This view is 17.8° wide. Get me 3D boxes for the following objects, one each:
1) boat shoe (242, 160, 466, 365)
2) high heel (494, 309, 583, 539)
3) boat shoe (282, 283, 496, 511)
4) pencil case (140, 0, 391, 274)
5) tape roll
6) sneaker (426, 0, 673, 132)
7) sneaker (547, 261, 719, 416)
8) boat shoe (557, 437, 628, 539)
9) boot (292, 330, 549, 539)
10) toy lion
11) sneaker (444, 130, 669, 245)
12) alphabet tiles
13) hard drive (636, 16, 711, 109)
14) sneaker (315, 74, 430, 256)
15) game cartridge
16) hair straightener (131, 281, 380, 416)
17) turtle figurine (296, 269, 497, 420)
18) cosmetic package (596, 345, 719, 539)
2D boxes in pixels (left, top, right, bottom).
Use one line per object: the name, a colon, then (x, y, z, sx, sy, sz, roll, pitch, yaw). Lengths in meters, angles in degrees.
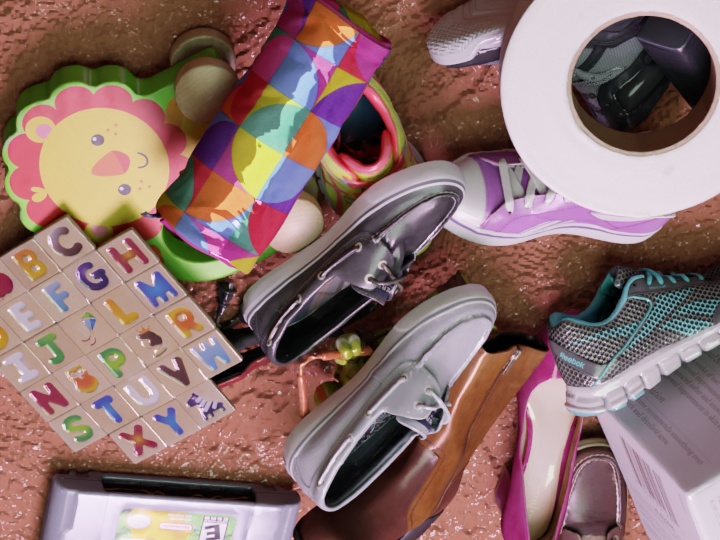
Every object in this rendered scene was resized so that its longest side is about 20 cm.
boat shoe: (0.000, 0.000, 1.647, 0.200, 0.066, 0.070, -34, 146, 18)
high heel: (0.151, 0.134, 1.814, 0.067, 0.096, 0.201, 12, 115, -20)
boat shoe: (0.032, 0.098, 1.678, 0.201, 0.072, 0.070, -44, 140, 9)
pencil case: (-0.063, -0.095, 1.561, 0.088, 0.088, 0.200, 31, 98, -27)
tape roll: (0.195, -0.134, 1.599, 0.202, 0.037, 0.204, 0, 117, 1)
sneaker: (0.150, -0.150, 1.668, 0.199, 0.076, 0.114, -15, 118, -9)
sneaker: (0.229, 0.028, 1.780, 0.200, 0.078, 0.091, -33, 105, -17)
boat shoe: (0.190, 0.234, 1.893, 0.072, 0.072, 0.201, -1, 117, -14)
boot: (0.050, 0.138, 1.753, 0.188, 0.069, 0.200, -5, 136, -53)
toy lion: (-0.150, -0.069, 1.651, 0.191, 0.069, 0.200, -27, 122, 10)
sneaker: (0.154, -0.071, 1.690, 0.200, 0.073, 0.114, -2, 160, -23)
alphabet tiles: (-0.190, 0.054, 1.694, 0.166, 0.006, 0.200, -28, 115, 24)
hard drive: (0.300, -0.201, 1.661, 0.200, 0.042, 0.135, -50, 127, -7)
sneaker: (0.003, -0.079, 1.663, 0.078, 0.090, 0.200, -29, 123, 1)
game cartridge: (-0.155, 0.226, 1.823, 0.199, 0.041, 0.134, 5, 120, -17)
hair straightener: (-0.082, 0.043, 1.736, 0.199, 0.041, 0.077, -18, 122, -4)
turtle figurine: (0.025, 0.070, 1.762, 0.161, 0.064, 0.200, -34, 148, -2)
cosmetic package: (0.322, 0.145, 1.809, 0.200, 0.167, 0.167, -30, 122, -7)
